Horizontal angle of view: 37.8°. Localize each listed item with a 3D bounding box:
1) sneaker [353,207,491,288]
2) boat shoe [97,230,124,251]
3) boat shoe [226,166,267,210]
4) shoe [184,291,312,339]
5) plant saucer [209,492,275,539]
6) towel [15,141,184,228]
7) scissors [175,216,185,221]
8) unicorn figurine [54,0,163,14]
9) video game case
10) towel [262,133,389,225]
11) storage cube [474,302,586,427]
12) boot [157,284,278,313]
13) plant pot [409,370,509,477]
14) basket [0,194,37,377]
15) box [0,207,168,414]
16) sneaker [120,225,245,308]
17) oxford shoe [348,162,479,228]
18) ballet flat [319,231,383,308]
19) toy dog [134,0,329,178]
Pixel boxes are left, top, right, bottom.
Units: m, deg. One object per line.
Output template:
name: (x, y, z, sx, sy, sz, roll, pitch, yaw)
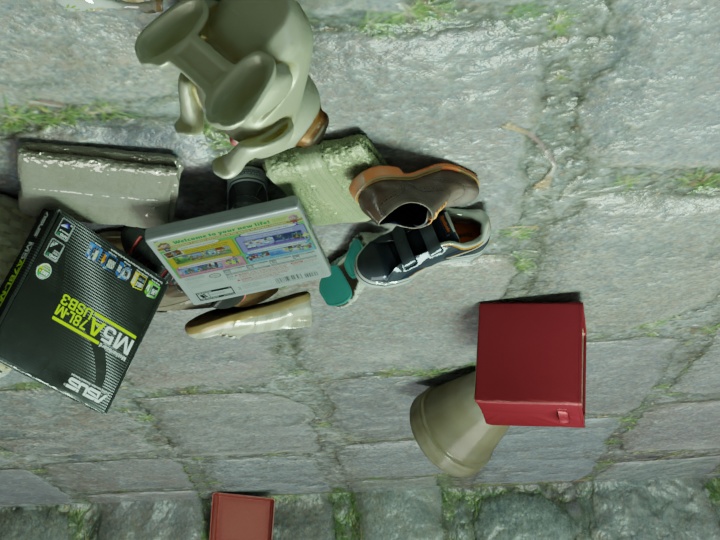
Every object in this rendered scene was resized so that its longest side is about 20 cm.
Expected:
sneaker: (0.085, -0.040, 1.429, 0.198, 0.079, 0.080, -19, 158, -14)
boat shoe: (-0.378, -0.009, 1.485, 0.197, 0.070, 0.074, -5, 157, 8)
boat shoe: (-0.143, -0.061, 1.384, 0.071, 0.069, 0.200, 0, 157, -5)
shoe: (-0.167, 0.079, 1.598, 0.197, 0.054, 0.070, -13, -168, -10)
plant saucer: (-0.364, 0.787, 3.243, 0.196, 0.203, 0.037, 5, -174, 4)
towel: (-0.321, -0.105, 1.293, 0.197, 0.035, 0.133, 5, 147, -13)
scissors: (-0.278, -0.080, 1.396, 0.198, 0.014, 0.073, 11, 152, -25)
unicorn figurine: (-0.235, -0.263, 0.881, 0.135, 0.075, 0.200, 1, 157, -9)
video game case: (-0.152, -0.023, 1.355, 0.197, 0.022, 0.183, -12, 150, 7)
towel: (-0.027, -0.107, 1.327, 0.146, 0.037, 0.200, -10, 156, 15)
storage cube: (0.296, 0.162, 1.805, 0.177, 0.203, 0.171, -1, 159, 14)
boot: (-0.244, 0.030, 1.613, 0.198, 0.071, 0.146, 4, 167, -33)
plant pot: (0.229, 0.294, 2.149, 0.198, 0.202, 0.173, 15, 137, -35)
basket: (-0.504, 0.012, 1.359, 0.160, 0.201, 0.199, -23, 150, 37)
box: (-0.360, 0.054, 1.326, 0.047, 0.195, 0.200, 6, 156, 43)
sneaker: (-0.246, -0.022, 1.456, 0.199, 0.088, 0.074, 32, 125, -31)
oxford shoe: (0.078, -0.084, 1.301, 0.198, 0.073, 0.072, -7, 147, -36)
ballet flat: (0.000, 0.000, 1.554, 0.071, 0.073, 0.200, 6, 156, -20)
toy dog: (-0.103, -0.186, 1.023, 0.139, 0.195, 0.200, 31, 169, 17)
